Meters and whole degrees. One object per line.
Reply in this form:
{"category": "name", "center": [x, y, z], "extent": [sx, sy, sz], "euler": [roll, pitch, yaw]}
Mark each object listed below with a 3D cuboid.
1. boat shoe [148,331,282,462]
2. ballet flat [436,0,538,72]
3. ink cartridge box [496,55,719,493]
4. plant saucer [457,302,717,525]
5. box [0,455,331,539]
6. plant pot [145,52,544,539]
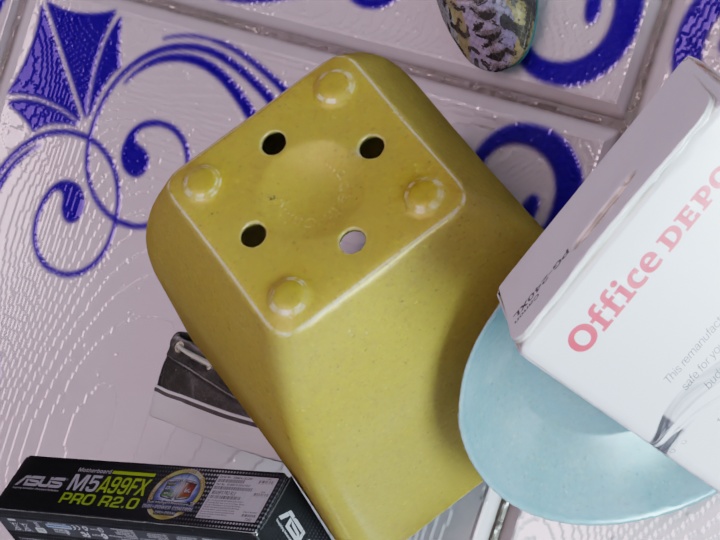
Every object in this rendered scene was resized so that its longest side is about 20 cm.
{"category": "boat shoe", "center": [-0.048, 0.079, 1.108], "extent": [0.200, 0.071, 0.064], "euler": [13, 90, 37]}
{"category": "ballet flat", "center": [0.061, -0.217, 1.089], "extent": [0.072, 0.072, 0.200], "euler": [-11, 76, 32]}
{"category": "ink cartridge box", "center": [0.182, 0.021, 0.827], "extent": [0.145, 0.200, 0.083], "euler": [-52, 14, 13]}
{"category": "plant saucer", "center": [0.140, 0.041, 0.928], "extent": [0.201, 0.201, 0.039], "euler": [-47, 34, 18]}
{"category": "box", "center": [-0.096, 0.179, 1.073], "extent": [0.200, 0.160, 0.044], "euler": [-1, 44, 35]}
{"category": "plant pot", "center": [0.000, 0.000, 0.975], "extent": [0.194, 0.200, 0.196], "euler": [-37, 60, -3]}
